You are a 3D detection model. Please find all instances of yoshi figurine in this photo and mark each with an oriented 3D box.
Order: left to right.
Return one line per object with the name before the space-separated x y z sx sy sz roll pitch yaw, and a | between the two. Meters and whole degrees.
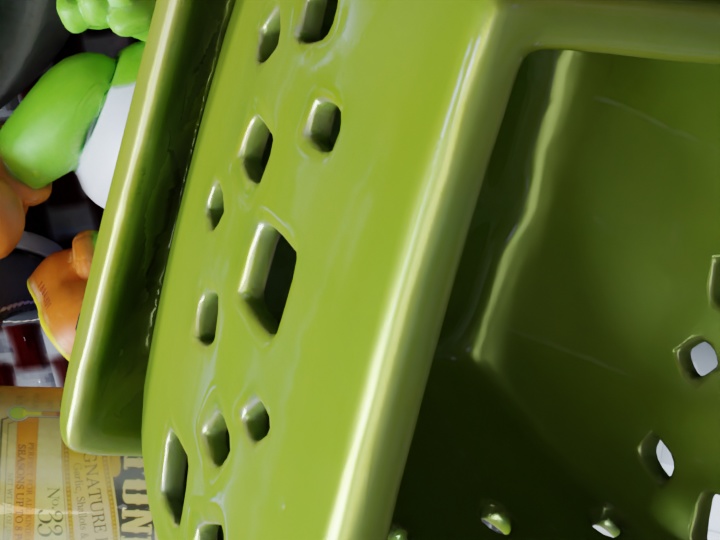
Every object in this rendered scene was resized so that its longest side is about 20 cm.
yoshi figurine | -0.038 -0.055 0.822 0.200 0.112 0.112 -41 68 7

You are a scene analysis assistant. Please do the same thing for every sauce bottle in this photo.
sauce bottle | -0.040 0.070 0.860 0.200 0.066 0.066 -1 113 -5

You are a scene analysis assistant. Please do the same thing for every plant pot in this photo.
plant pot | 0.037 -0.001 0.703 0.181 0.200 0.199 34 115 49

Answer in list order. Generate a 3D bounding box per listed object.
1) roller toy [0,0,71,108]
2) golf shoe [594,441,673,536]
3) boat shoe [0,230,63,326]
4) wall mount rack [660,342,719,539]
roller toy | -0.191 -0.117 0.852 0.182 0.140 0.200 -23 103 24
golf shoe | 0.108 0.079 0.892 0.200 0.078 0.097 -17 90 17
boat shoe | -0.162 0.016 0.866 0.073 0.200 0.063 -7 84 23
wall mount rack | 0.125 0.072 0.790 0.174 0.075 0.200 10 93 43
